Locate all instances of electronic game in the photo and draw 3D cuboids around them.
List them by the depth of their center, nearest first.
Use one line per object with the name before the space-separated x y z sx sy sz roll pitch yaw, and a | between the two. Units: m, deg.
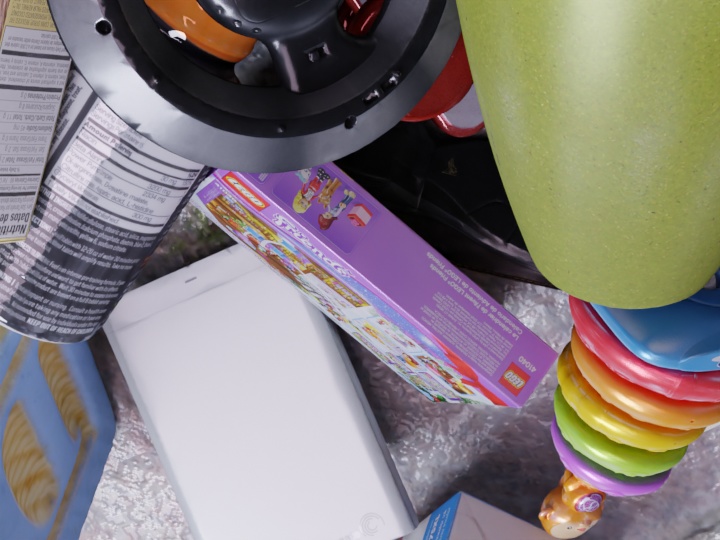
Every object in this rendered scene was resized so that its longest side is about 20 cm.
electronic game | -0.041 -0.142 0.601 0.199 0.042 0.201 -5 104 -18

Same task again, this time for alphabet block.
alphabet block | -0.284 0.107 0.814 0.199 0.197 0.196 5 138 11

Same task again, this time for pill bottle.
pill bottle | -0.129 -0.068 0.699 0.106 0.106 0.200 35 107 -6

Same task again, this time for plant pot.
plant pot | 0.127 -0.088 0.617 0.187 0.187 0.200 6 129 10

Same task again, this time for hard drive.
hard drive | -0.064 0.088 0.833 0.132 0.026 0.200 -23 90 10

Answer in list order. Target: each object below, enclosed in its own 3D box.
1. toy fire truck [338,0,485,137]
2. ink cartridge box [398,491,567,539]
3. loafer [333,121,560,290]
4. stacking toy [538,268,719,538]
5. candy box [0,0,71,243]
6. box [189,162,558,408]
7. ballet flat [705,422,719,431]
toy fire truck | 0.040 -0.178 0.688 0.168 0.112 0.200 -37 105 6
ink cartridge box | 0.063 0.221 0.859 0.116 0.067 0.200 26 145 -9
loafer | 0.053 -0.036 0.775 0.200 0.073 0.072 26 148 3
stacking toy | 0.141 0.078 0.738 0.116 0.110 0.200 -3 130 -29
candy box | -0.189 -0.125 0.632 0.115 0.055 0.200 26 107 27
box | 0.000 0.000 0.749 0.200 0.137 0.039 40 77 -11
ballet flat | 0.218 0.036 0.764 0.067 0.062 0.200 12 129 -33
